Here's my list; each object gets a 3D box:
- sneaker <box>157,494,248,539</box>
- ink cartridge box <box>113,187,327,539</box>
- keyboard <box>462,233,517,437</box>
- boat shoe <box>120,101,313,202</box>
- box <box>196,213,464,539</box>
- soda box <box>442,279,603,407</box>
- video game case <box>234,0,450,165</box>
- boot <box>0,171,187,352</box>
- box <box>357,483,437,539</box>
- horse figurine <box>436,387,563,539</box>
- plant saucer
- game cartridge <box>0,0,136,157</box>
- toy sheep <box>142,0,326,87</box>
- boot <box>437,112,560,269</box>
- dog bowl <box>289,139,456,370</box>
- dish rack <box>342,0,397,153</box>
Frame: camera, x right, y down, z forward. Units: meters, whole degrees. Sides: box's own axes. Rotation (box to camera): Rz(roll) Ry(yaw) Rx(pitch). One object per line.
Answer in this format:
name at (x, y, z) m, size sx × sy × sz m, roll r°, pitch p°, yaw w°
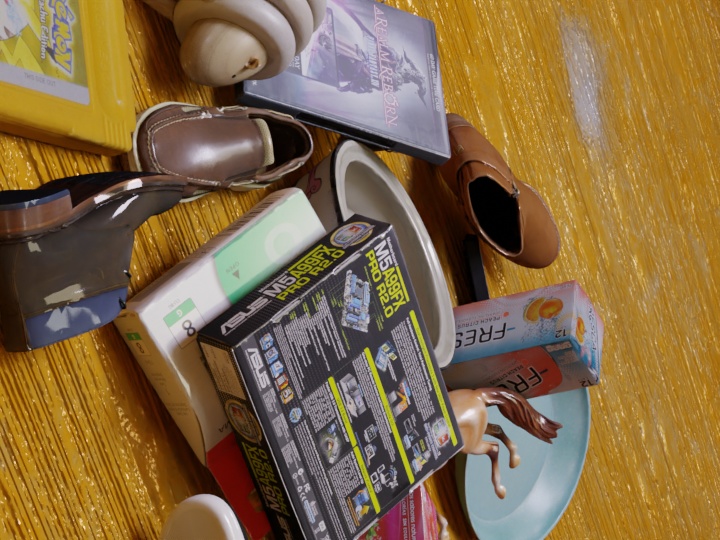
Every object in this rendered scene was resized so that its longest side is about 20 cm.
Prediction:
sneaker at (-0.084, 0.243, 1.352) m, size 0.112 × 0.073 × 0.201 m, roll -24°, pitch 108°, yaw -67°
ink cartridge box at (-0.061, 0.068, 1.387) m, size 0.161 × 0.050 × 0.201 m, roll -39°, pitch 106°, yaw -29°
keyboard at (0.113, 0.064, 1.870) m, size 0.104 × 0.039 × 0.201 m, roll 40°, pitch 38°, yaw -85°
boat shoe at (-0.101, -0.095, 1.453) m, size 0.202 × 0.074 × 0.075 m, roll -15°, pitch 92°, yaw -64°
box at (-0.017, 0.087, 1.385) m, size 0.160 × 0.044 × 0.201 m, roll -38°, pitch 125°, yaw -30°
soda box at (0.102, 0.071, 1.640) m, size 0.064 × 0.199 × 0.069 m, roll 54°, pitch 34°, yaw -37°
video game case at (-0.017, -0.173, 1.600) m, size 0.199 × 0.019 × 0.144 m, roll 15°, pitch 54°, yaw -30°
boot at (-0.180, -0.012, 1.282) m, size 0.200 × 0.074 × 0.098 m, roll -18°, pitch 107°, yaw -56°
box at (0.013, 0.266, 1.469) m, size 0.100 × 0.095 × 0.201 m, roll 65°, pitch 21°, yaw -70°
horse figurine at (0.066, 0.155, 1.608) m, size 0.133 × 0.200 × 0.050 m, roll 60°, pitch -10°, yaw -33°
plant saucer at (0.144, 0.162, 1.807) m, size 0.199 × 0.036 × 0.201 m, roll -19°, pitch 115°, yaw -47°
game cartridge at (-0.220, -0.175, 1.303) m, size 0.200 × 0.032 × 0.177 m, roll 10°, pitch 70°, yaw -61°
toy sheep at (-0.085, -0.222, 1.483) m, size 0.138 × 0.137 × 0.201 m, roll 49°, pitch 54°, yaw -43°
boot at (0.141, -0.052, 1.845) m, size 0.200 × 0.076 × 0.155 m, roll 57°, pitch 4°, yaw -26°
dog bowl at (0.000, 0.000, 1.578) m, size 0.200 × 0.073 × 0.201 m, roll 52°, pitch 24°, yaw -34°
dish rack at (-0.012, -0.213, 1.705) m, size 0.201 × 0.054 × 0.154 m, roll 61°, pitch 30°, yaw -30°
